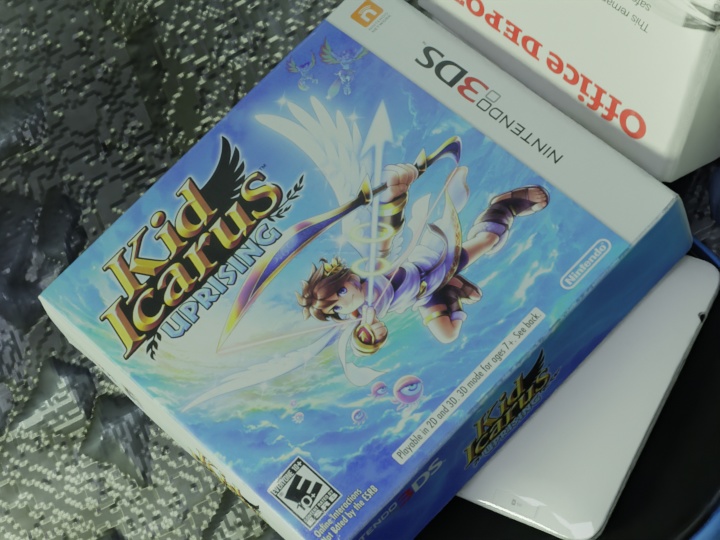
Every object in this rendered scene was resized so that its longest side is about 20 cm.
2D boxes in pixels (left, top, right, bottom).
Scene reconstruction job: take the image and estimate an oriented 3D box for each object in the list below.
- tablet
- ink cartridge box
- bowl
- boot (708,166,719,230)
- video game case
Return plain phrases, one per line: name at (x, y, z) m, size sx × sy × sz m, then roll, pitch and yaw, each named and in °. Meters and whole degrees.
tablet at (0.033, 0.022, 0.902) m, size 0.199 × 0.014 × 0.131 m, roll 20°, pitch 68°, yaw 24°
ink cartridge box at (0.116, -0.159, 0.865) m, size 0.145 × 0.084 × 0.201 m, roll 40°, pitch 137°, yaw 28°
bowl at (0.075, 0.057, 0.901) m, size 0.199 × 0.039 × 0.202 m, roll -7°, pitch 60°, yaw 12°
boot at (0.242, -0.026, 0.877) m, size 0.199 × 0.073 × 0.091 m, roll -9°, pitch 46°, yaw -3°
video game case at (0.000, 0.000, 0.889) m, size 0.200 × 0.045 × 0.181 m, roll -45°, pitch 58°, yaw -11°
